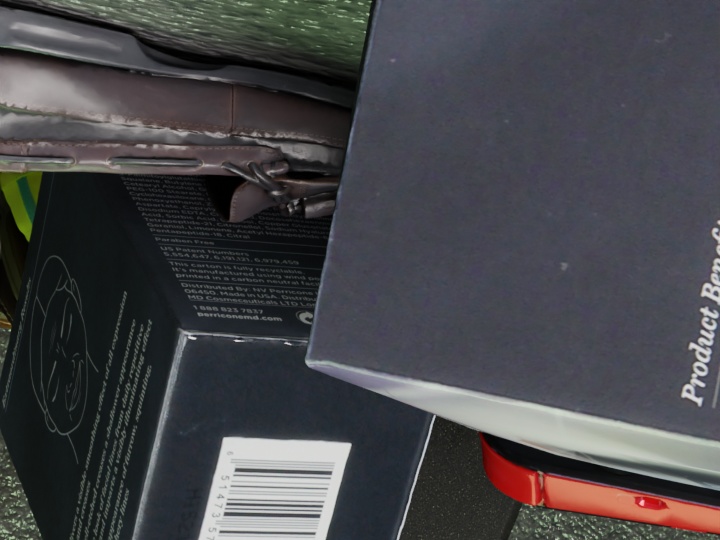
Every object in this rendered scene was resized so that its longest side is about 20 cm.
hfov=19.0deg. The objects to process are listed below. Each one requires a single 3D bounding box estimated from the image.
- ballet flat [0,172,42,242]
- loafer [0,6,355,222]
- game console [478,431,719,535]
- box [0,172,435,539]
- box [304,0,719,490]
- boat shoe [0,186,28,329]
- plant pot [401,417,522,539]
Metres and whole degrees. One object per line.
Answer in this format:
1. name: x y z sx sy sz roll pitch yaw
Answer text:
1. ballet flat: -0.115 -0.018 1.127 0.066 0.068 0.200 -27 155 23
2. loafer: -0.060 -0.045 0.793 0.198 0.064 0.072 13 174 -16
3. game console: 0.152 0.046 0.936 0.175 0.031 0.200 6 -148 15
4. box: -0.062 0.044 0.835 0.106 0.150 0.200 4 -154 -24
5. box: 0.109 -0.002 0.567 0.197 0.124 0.200 11 175 15
6. boat shoe: -0.183 0.003 1.148 0.072 0.072 0.200 31 -168 -29
7. plant pot: -0.016 0.103 1.248 0.198 0.179 0.199 13 167 -31
